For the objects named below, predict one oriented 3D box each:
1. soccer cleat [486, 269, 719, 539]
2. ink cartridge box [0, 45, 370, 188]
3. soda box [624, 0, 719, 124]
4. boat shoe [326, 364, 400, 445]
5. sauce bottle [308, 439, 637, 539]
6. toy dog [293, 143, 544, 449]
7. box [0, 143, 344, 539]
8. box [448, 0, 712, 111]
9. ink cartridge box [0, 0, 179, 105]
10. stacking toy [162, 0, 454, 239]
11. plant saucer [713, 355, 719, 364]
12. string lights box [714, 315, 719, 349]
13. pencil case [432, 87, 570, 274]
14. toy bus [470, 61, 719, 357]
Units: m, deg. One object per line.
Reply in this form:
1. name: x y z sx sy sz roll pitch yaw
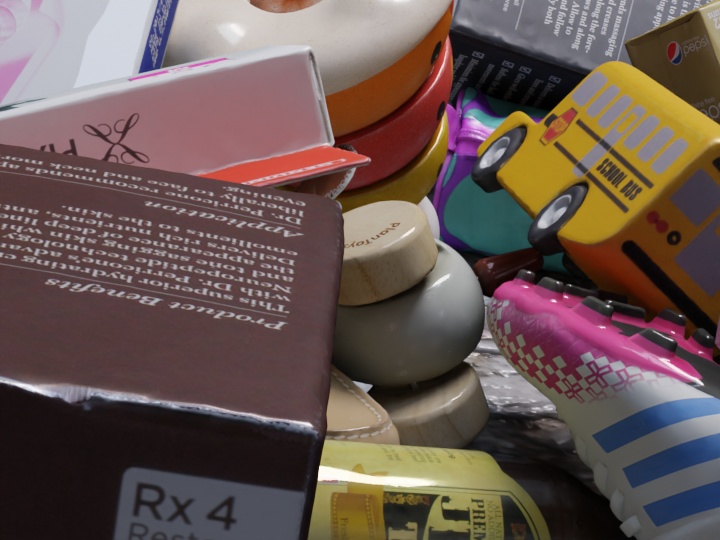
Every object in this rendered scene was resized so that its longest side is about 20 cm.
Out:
1. soccer cleat: 0.100 0.063 0.841 0.070 0.086 0.200 13 10 -39
2. ink cartridge box: -0.108 -0.040 0.917 0.200 0.044 0.174 -14 6 -9
3. soda box: 0.228 -0.115 1.247 0.200 0.068 0.064 -22 1 -31
4. boat shoe: -0.058 0.030 1.012 0.071 0.065 0.200 -8 25 -44
5. sauce bottle: 0.032 0.090 0.868 0.200 0.065 0.065 4 18 -20
6. toy dog: 0.000 0.000 1.069 0.096 0.132 0.200 -26 43 -25
7. box: -0.098 0.070 0.699 0.166 0.164 0.200 10 18 -1
8. box: 0.134 -0.114 1.346 0.200 0.107 0.148 18 -19 -6
9. ink cartridge box: -0.189 -0.063 1.052 0.200 0.043 0.197 7 60 8
10. stacking toy: -0.005 -0.070 1.172 0.146 0.200 0.146 -11 46 11
11. plant saucer: 0.215 0.012 1.078 0.200 0.200 0.030 7 59 -7
12. string lights box: 0.224 -0.018 0.898 0.200 0.103 0.059 -3 21 -33
13. pencil case: 0.135 -0.033 1.273 0.200 0.085 0.092 13 -17 13
14. toy bus: 0.104 -0.028 0.989 0.065 0.078 0.200 43 5 -16
